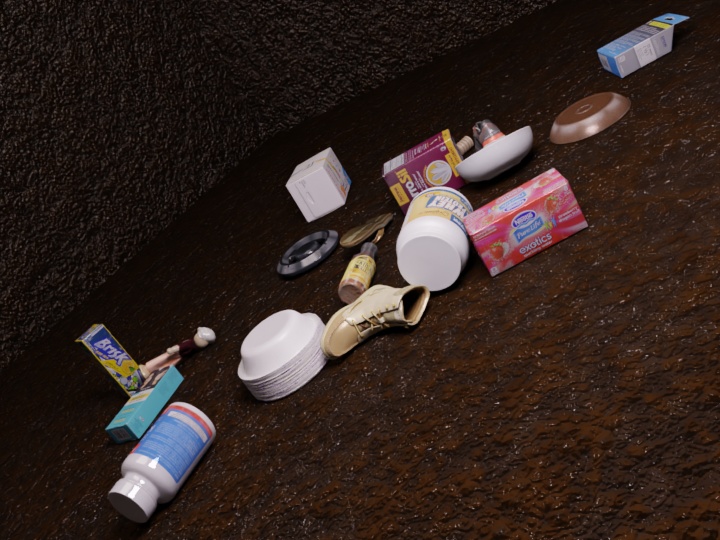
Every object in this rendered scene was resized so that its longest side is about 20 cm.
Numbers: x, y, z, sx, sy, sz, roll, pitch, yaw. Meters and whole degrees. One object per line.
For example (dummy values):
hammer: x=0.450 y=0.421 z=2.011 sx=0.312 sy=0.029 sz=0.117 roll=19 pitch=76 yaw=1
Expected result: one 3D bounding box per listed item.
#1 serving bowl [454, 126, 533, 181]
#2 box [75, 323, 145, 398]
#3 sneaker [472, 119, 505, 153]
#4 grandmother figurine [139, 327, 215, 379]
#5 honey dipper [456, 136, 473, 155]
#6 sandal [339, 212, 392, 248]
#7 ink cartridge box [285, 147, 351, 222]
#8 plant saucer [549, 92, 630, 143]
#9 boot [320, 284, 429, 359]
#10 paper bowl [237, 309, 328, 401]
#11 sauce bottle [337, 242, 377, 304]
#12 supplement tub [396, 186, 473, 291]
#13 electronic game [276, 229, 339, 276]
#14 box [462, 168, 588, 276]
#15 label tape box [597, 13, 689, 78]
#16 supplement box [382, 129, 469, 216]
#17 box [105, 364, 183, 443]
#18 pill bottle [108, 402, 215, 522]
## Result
serving bowl: x=0.326 y=-0.264 z=1.609 sx=0.199 sy=0.066 sz=0.200 roll=-29 pitch=-1 yaw=-1
box: x=-0.640 y=0.234 z=1.753 sx=0.064 sy=0.201 sz=0.070 roll=-6 pitch=34 yaw=50
sneaker: x=0.326 y=-0.346 z=1.742 sx=0.077 sy=0.082 sz=0.200 roll=-29 pitch=-2 yaw=-1
grandmother figurine: x=-0.466 y=0.212 z=1.748 sx=0.199 sy=0.061 sz=0.121 roll=-32 pitch=2 yaw=-8
honey dipper: x=0.239 y=-0.306 z=1.902 sx=0.200 sy=0.038 sz=0.038 roll=-42 pitch=23 yaw=-17
sandal: x=0.026 y=-0.094 z=1.735 sx=0.080 sy=0.054 sz=0.200 roll=-8 pitch=17 yaw=37
ink cartridge box: x=-0.134 y=-0.283 z=2.230 sx=0.144 sy=0.148 sz=0.200 roll=-25 pitch=23 yaw=18
plant saucer: x=0.541 y=-0.373 z=1.619 sx=0.199 sy=0.037 sz=0.201 roll=-28 pitch=23 yaw=13
boot: x=0.028 y=0.095 z=1.281 sx=0.200 sy=0.073 sz=0.155 roll=-39 pitch=18 yaw=-30
paper bowl: x=-0.161 y=0.159 z=1.371 sx=0.200 sy=0.105 sz=0.201 roll=-29 pitch=22 yaw=13
sauce bottle: x=0.000 y=0.000 z=1.537 sx=0.066 sy=0.066 sz=0.201 roll=-22 pitch=26 yaw=25
supplement tub: x=0.150 y=-0.064 z=1.352 sx=0.144 sy=0.145 sz=0.200 roll=-22 pitch=24 yaw=25
electronic game: x=-0.146 y=-0.049 z=1.886 sx=0.199 sy=0.042 sz=0.200 roll=-27 pitch=23 yaw=12
box: x=0.301 y=-0.090 z=1.255 sx=0.199 sy=0.100 sz=0.096 roll=-28 pitch=21 yaw=11
label tape box: x=0.741 y=-0.590 z=1.766 sx=0.199 sy=0.066 sz=0.144 roll=-26 pitch=22 yaw=11
supplement box: x=0.172 y=-0.254 z=1.754 sx=0.199 sy=0.131 sz=0.103 roll=-28 pitch=22 yaw=15
box: x=-0.507 y=0.314 z=1.602 sx=0.082 sy=0.049 sz=0.200 roll=-19 pitch=25 yaw=31
pill bottle: x=-0.361 y=0.348 z=1.230 sx=0.112 sy=0.113 sz=0.200 roll=-16 pitch=26 yaw=36
